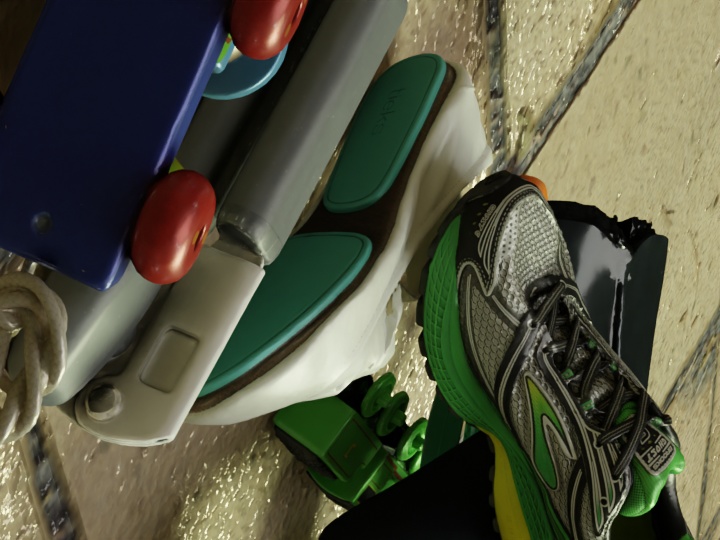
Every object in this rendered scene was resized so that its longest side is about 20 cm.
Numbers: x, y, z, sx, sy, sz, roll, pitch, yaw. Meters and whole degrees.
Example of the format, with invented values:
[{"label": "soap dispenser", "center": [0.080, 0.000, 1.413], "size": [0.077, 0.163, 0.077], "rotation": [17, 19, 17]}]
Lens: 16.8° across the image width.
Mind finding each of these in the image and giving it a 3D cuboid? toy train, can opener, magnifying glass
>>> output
[{"label": "toy train", "center": [-0.081, -0.020, 0.737], "size": [0.116, 0.084, 0.201], "rotation": [34, 79, -83]}, {"label": "can opener", "center": [-0.047, -0.030, 0.835], "size": [0.201, 0.052, 0.067], "rotation": [-60, 158, -20]}, {"label": "magnifying glass", "center": [0.059, 0.040, 1.153], "size": [0.080, 0.022, 0.201], "rotation": [75, 28, -52]}, {"label": "toy train", "center": [0.005, 0.085, 1.113], "size": [0.056, 0.042, 0.200], "rotation": [-53, 158, -9]}]

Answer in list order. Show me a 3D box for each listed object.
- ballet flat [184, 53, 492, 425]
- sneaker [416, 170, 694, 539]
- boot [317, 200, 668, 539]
[{"label": "ballet flat", "center": [0.000, 0.000, 0.951], "size": [0.200, 0.069, 0.070], "rotation": [-57, 158, -33]}, {"label": "sneaker", "center": [0.088, 0.050, 0.963], "size": [0.078, 0.085, 0.201], "rotation": [-38, 115, -36]}, {"label": "boot", "center": [0.057, 0.054, 1.044], "size": [0.199, 0.076, 0.169], "rotation": [-1, 92, -43]}]
